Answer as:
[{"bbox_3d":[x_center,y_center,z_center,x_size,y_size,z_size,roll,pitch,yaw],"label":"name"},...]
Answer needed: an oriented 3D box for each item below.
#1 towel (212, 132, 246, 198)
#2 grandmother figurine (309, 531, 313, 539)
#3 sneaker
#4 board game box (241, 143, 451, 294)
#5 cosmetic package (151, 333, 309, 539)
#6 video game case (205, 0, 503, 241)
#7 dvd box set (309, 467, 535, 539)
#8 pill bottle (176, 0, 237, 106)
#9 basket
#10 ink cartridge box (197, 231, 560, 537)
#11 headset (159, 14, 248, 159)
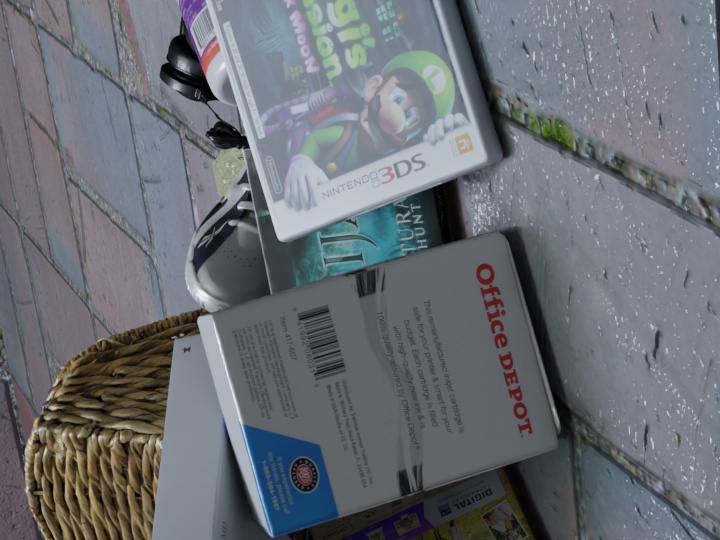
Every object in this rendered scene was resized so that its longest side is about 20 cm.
[{"bbox_3d":[-0.083,-0.051,1.654,0.200,0.036,0.149,158,97,-71],"label":"towel"},{"bbox_3d":[-0.014,0.207,1.411,0.121,0.199,0.061,140,113,-70],"label":"grandmother figurine"},{"bbox_3d":[-0.061,-0.063,1.415,0.079,0.199,0.130,32,135,8],"label":"sneaker"},{"bbox_3d":[0.000,0.000,1.334,0.028,0.134,0.201,-46,-53,-67],"label":"board game box"},{"bbox_3d":[-0.085,0.164,1.300,0.151,0.051,0.201,55,-150,-47],"label":"cosmetic package"},{"bbox_3d":[-0.011,-0.140,1.255,0.181,0.023,0.201,-20,85,35],"label":"video game case"},{"bbox_3d":[0.061,0.224,1.307,0.201,0.146,0.029,66,-177,22],"label":"dvd box set"},{"bbox_3d":[-0.091,-0.234,1.422,0.112,0.111,0.201,119,133,-64],"label":"pill bottle"},{"bbox_3d":[-0.162,0.138,1.434,0.149,0.142,0.201,-71,-22,-45],"label":"basket"},{"bbox_3d":[0.011,0.071,1.232,0.084,0.199,0.147,169,86,-78],"label":"ink cartridge box"},{"bbox_3d":[-0.109,-0.181,1.573,0.124,0.093,0.201,123,151,-49],"label":"headset"}]
